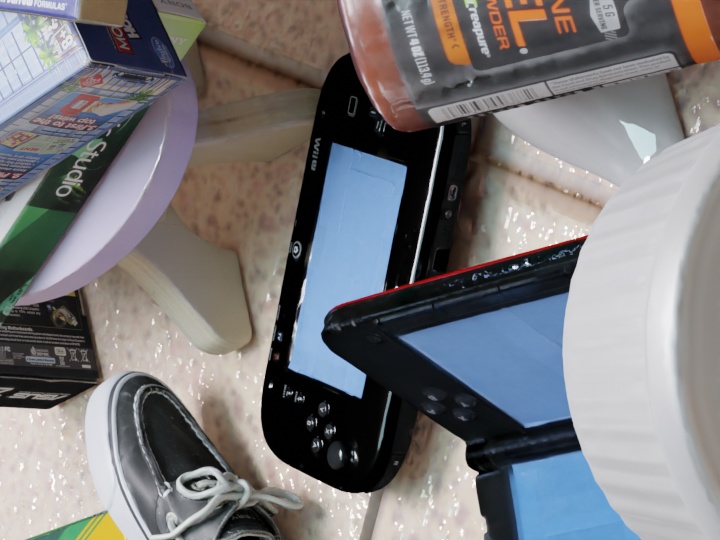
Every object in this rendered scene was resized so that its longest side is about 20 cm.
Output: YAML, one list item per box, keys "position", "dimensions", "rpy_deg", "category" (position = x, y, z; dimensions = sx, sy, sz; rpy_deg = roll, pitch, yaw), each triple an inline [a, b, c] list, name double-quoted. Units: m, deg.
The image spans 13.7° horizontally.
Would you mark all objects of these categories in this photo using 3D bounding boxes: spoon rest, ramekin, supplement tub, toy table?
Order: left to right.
- position: [-0.118, -0.051, 1.463]
  dimensions: [0.200, 0.117, 0.184]
  rpy_deg: [-11, 79, 44]
  category: "toy table"
- position: [0.100, -0.071, 1.295]
  dimensions: [0.099, 0.061, 0.200]
  rpy_deg: [-48, 42, 31]
  category: "spoon rest"
- position: [0.095, -0.128, 1.220]
  dimensions: [0.200, 0.107, 0.107]
  rpy_deg: [-13, 76, 14]
  category: "supplement tub"
- position: [0.165, 0.031, 1.119]
  dimensions: [0.094, 0.202, 0.203]
  rpy_deg: [-9, 81, 56]
  category: "ramekin"

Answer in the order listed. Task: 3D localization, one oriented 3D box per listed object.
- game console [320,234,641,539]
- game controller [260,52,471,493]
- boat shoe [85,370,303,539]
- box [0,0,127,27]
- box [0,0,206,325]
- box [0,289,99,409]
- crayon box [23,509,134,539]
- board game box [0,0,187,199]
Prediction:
- position: [0.092, 0.084, 1.243]
  dimensions: [0.200, 0.172, 0.119]
  rpy_deg: [-16, 49, 44]
  category: "game console"
- position: [0.000, 0.000, 1.392]
  dimensions: [0.104, 0.042, 0.200]
  rpy_deg: [18, 99, 45]
  category: "game controller"
- position: [-0.068, 0.127, 1.427]
  dimensions: [0.068, 0.074, 0.200]
  rpy_deg: [-44, 58, 40]
  category: "boat shoe"
- position: [-0.133, -0.207, 1.260]
  dimensions: [0.121, 0.032, 0.200]
  rpy_deg: [12, 96, 43]
  category: "box"
- position: [-0.164, -0.091, 1.409]
  dimensions: [0.200, 0.036, 0.144]
  rpy_deg: [-54, 53, 28]
  category: "box"
- position: [-0.234, -0.014, 1.519]
  dimensions: [0.049, 0.200, 0.161]
  rpy_deg: [-27, 69, 39]
  category: "box"
- position: [-0.120, 0.225, 1.486]
  dimensions: [0.119, 0.058, 0.200]
  rpy_deg: [-22, 71, 42]
  category: "crayon box"
- position: [-0.192, -0.107, 1.369]
  dimensions: [0.200, 0.062, 0.200]
  rpy_deg: [-44, 58, 31]
  category: "board game box"
